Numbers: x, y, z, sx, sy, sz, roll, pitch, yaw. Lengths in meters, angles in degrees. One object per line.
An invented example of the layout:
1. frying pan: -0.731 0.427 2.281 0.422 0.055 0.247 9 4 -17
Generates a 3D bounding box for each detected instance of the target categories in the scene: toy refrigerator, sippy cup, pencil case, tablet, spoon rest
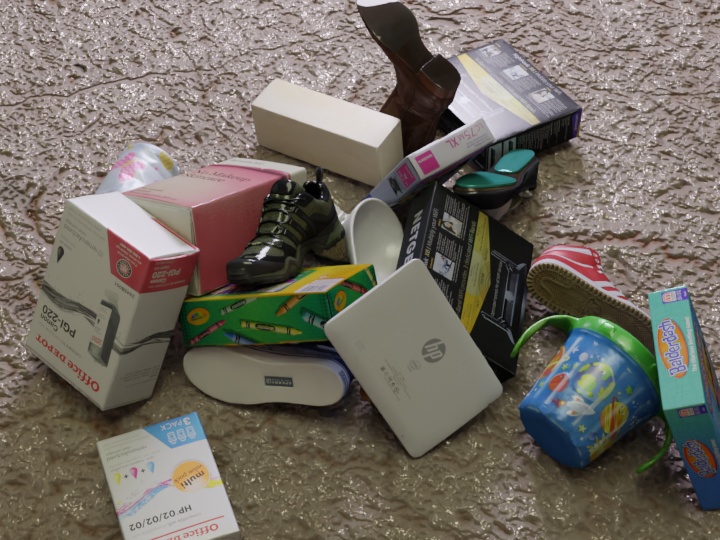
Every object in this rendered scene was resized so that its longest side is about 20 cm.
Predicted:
1. toy refrigerator: -0.043 -0.188 1.660 0.200 0.076 0.070 22 54 24
2. sippy cup: 0.249 0.142 1.356 0.130 0.140 0.178 -43 41 -18
3. pencil case: -0.300 -0.072 1.563 0.090 0.083 0.200 7 48 14
4. tablet: 0.061 0.098 1.338 0.130 0.200 0.014 -36 25 -5
5. spoon rest: 0.000 0.000 1.497 0.061 0.099 0.200 -5 48 46

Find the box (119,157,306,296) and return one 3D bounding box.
1. box: -0.170 -0.057 1.470 0.128 0.109 0.200 11 24 36

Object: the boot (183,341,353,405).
1. boot: -0.099 0.109 1.428 0.200 0.073 0.090 8 23 16

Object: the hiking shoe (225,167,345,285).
1. hiking shoe: -0.096 -0.051 1.415 0.076 0.101 0.200 -3 20 32

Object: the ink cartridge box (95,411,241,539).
1. ink cartridge box: -0.193 0.258 1.286 0.115 0.068 0.200 -17 51 -14

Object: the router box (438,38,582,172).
1. router box: 0.186 -0.233 1.717 0.157 0.052 0.200 -22 48 -18

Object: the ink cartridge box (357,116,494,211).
1. ink cartridge box: 0.079 -0.122 1.560 0.119 0.200 0.042 -29 88 -23

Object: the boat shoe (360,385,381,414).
1. boat shoe: 0.049 0.088 1.443 0.070 0.070 0.200 33 48 -22

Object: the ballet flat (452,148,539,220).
1. ballet flat: 0.177 -0.101 1.571 0.073 0.073 0.200 26 29 21

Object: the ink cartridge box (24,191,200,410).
1. ink cartridge box: -0.283 0.034 1.387 0.146 0.200 0.085 33 26 26

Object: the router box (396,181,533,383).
1. router box: 0.119 0.017 1.444 0.157 0.052 0.200 32 49 -21

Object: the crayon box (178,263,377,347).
1. crayon box: -0.092 0.040 1.399 0.200 0.058 0.119 -4 13 28

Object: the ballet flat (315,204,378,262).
1. ballet flat: -0.070 -0.067 1.571 0.200 0.065 0.071 18 48 14

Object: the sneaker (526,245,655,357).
1. sneaker: 0.292 0.040 1.475 0.200 0.071 0.112 37 23 0

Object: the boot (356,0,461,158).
1. boot: 0.043 -0.247 1.629 0.064 0.200 0.187 -33 76 -22

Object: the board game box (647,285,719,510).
1. board game box: 0.355 0.137 1.306 0.045 0.200 0.152 -13 45 19
